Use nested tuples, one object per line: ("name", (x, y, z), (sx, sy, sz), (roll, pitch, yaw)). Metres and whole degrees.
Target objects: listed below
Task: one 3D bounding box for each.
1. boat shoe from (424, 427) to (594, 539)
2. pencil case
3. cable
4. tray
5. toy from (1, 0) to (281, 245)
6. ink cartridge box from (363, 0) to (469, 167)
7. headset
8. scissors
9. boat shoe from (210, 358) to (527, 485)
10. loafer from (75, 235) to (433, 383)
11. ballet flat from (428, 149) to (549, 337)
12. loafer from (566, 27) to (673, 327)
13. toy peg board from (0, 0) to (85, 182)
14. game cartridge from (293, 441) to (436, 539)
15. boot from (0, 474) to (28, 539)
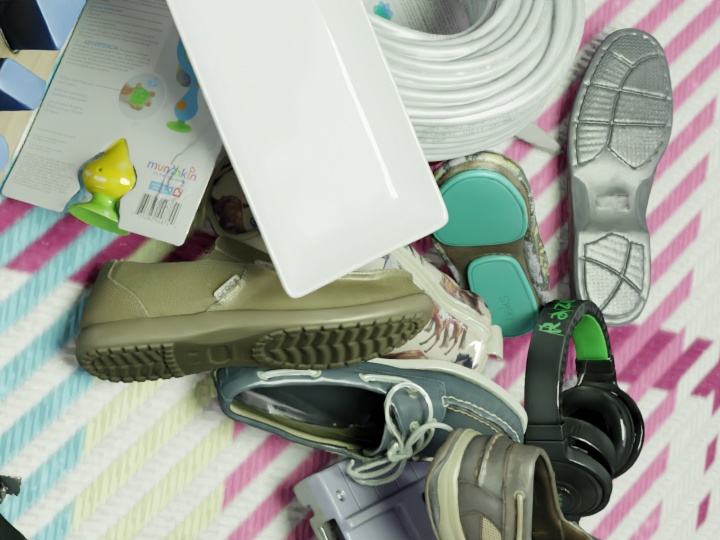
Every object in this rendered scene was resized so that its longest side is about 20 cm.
("boat shoe", (0.098, 0.178, 1.207), (0.075, 0.073, 0.201), (-59, 137, -41))
("pencil case", (0.000, 0.000, 1.242), (0.200, 0.089, 0.078), (42, 54, -35))
("cable", (0.028, -0.157, 1.207), (0.199, 0.069, 0.200), (-32, 72, -27))
("tray", (-0.035, -0.096, 1.105), (0.107, 0.022, 0.201), (-25, 97, -25))
("toy", (-0.103, -0.110, 1.147), (0.201, 0.114, 0.047), (-67, 156, -18))
("ink cartridge box", (0.052, -0.150, 1.311), (0.200, 0.042, 0.120), (-41, 119, -29))
("headset", (0.126, 0.118, 1.354), (0.123, 0.093, 0.202), (-39, 124, -61))
("scissors", (0.093, -0.101, 1.321), (0.199, 0.014, 0.074), (-5, 119, -55))
("boat shoe", (0.008, 0.083, 1.226), (0.199, 0.075, 0.062), (21, 34, -21))
("loafer", (-0.059, 0.015, 1.158), (0.198, 0.076, 0.068), (-4, 68, -9))
("ballet flat", (0.076, -0.033, 1.290), (0.072, 0.072, 0.201), (-59, 156, -22))
("loafer", (0.164, -0.060, 1.413), (0.071, 0.063, 0.202), (7, 82, -11))
("toy peg board", (-0.214, -0.143, 1.043), (0.199, 0.097, 0.201), (34, 72, -37))
("game cartridge", (0.050, 0.196, 1.268), (0.129, 0.038, 0.201), (-21, 81, -48))
("boot", (-0.244, 0.159, 1.051), (0.199, 0.073, 0.163), (-52, 125, -35))
